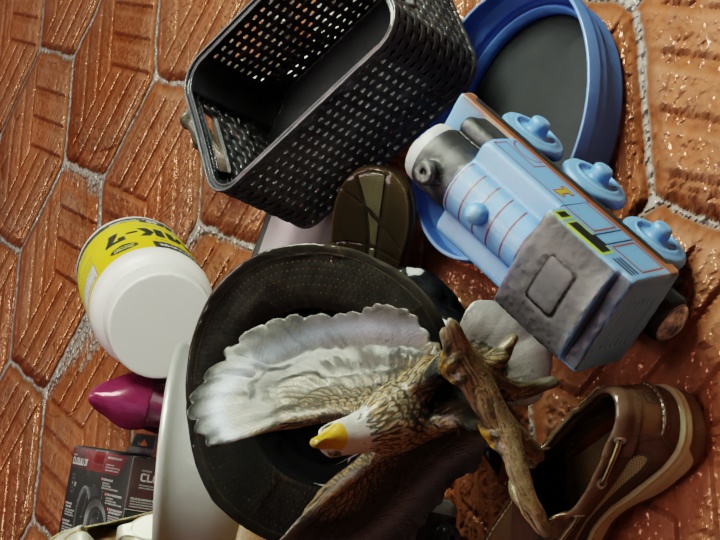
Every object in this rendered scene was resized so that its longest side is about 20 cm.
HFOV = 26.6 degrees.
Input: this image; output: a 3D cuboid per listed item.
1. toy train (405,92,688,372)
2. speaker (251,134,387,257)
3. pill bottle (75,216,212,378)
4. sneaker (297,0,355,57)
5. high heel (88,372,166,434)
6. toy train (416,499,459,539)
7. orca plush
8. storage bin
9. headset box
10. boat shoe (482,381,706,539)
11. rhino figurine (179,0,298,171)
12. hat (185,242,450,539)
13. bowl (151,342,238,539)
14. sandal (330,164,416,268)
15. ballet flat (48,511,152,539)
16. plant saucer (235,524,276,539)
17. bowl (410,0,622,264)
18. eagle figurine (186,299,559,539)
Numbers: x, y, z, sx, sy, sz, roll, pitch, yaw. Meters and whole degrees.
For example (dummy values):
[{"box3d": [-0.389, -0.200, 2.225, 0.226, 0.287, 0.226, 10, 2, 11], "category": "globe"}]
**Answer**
[{"box3d": [0.109, -0.027, 0.916, 0.200, 0.114, 0.087, 45, 118, 26], "category": "toy train"}, {"box3d": [-0.047, -0.010, 1.238, 0.081, 0.081, 0.202, 36, 109, 57], "category": "speaker"}, {"box3d": [-0.196, 0.024, 1.399, 0.200, 0.113, 0.115, -139, 67, -68], "category": "pill bottle"}, {"box3d": [-0.009, -0.174, 1.267, 0.080, 0.073, 0.201, 57, 131, 33], "category": "sneaker"}, {"box3d": [-0.214, 0.118, 1.412, 0.200, 0.095, 0.068, -158, 83, -74], "category": "high heel"}, {"box3d": [0.014, 0.233, 1.021, 0.114, 0.086, 0.202, -2, 72, 50], "category": "toy train"}, {"box3d": [0.073, 0.046, 1.025, 0.071, 0.106, 0.200, -33, 22, 0], "category": "orca plush"}, {"box3d": [-0.026, -0.144, 1.125, 0.200, 0.093, 0.136, -41, 49, 27], "category": "storage bin"}, {"box3d": [-0.222, 0.251, 1.416, 0.148, 0.077, 0.202, -5, 73, 57], "category": "headset box"}, {"box3d": [0.115, 0.133, 0.915, 0.203, 0.074, 0.075, -54, 37, 32], "category": "boat shoe"}, {"box3d": [-0.096, -0.168, 1.398, 0.088, 0.059, 0.201, 50, 121, 31], "category": "rhino figurine"}, {"box3d": [-0.020, 0.079, 0.993, 0.081, 0.199, 0.202, -34, -33, -76], "category": "hat"}, {"box3d": [-0.107, 0.160, 1.193, 0.201, 0.089, 0.203, -175, 90, -89], "category": "bowl"}, {"box3d": [0.000, 0.000, 1.158, 0.055, 0.081, 0.201, -51, -21, -54], "category": "sandal"}, {"box3d": [-0.211, 0.239, 1.300, 0.071, 0.198, 0.071, -12, -90, -88], "category": "ballet flat"}, {"box3d": [-0.060, 0.204, 1.092, 0.200, 0.035, 0.202, 9, -90, -80], "category": "plant saucer"}, {"box3d": [0.107, -0.101, 1.062, 0.200, 0.039, 0.203, -30, 53, 50], "category": "bowl"}, {"box3d": [0.009, 0.092, 0.899, 0.199, 0.150, 0.153, -26, 47, 44], "category": "eagle figurine"}]
